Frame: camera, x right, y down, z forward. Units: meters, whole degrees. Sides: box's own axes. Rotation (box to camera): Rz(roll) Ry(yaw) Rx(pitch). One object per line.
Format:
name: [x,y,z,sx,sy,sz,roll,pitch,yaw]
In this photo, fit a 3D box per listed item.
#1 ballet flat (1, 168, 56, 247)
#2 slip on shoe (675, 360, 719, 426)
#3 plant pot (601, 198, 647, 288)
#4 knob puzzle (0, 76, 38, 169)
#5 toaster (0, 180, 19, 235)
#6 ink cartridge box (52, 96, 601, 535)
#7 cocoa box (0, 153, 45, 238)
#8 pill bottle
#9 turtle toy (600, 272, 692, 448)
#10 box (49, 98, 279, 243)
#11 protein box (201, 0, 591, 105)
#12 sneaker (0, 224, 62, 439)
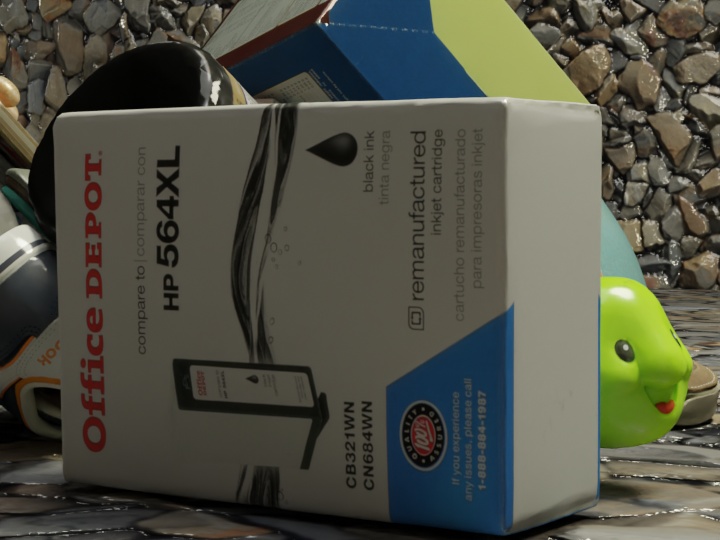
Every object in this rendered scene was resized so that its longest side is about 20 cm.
ballet flat: [-0.114,-0.005,0.892,0.067,0.064,0.200,34,-14,45]
slip on shoe: [0.130,0.050,0.883,0.076,0.061,0.199,2,2,40]
plant pot: [0.120,0.002,1.224,0.198,0.136,0.200,2,1,0]
knob puzzle: [-0.213,-0.088,1.004,0.219,0.030,0.220,41,-9,8]
toaster: [-0.256,0.008,0.875,0.198,0.115,0.129,-16,6,2]
ink cartridge box: [-0.016,0.012,0.626,0.198,0.148,0.084,1,3,32]
cocoa box: [-0.299,-0.047,1.016,0.200,0.131,0.133,44,-14,-8]
pill bottle: [-0.058,-0.010,0.814,0.111,0.113,0.200,2,-31,40]
turtle toy: [0.054,0.021,0.719,0.145,0.102,0.200,-9,34,-44]
box: [-0.135,-0.019,1.061,0.143,0.201,0.036,1,-33,38]
protein box: [0.007,-0.108,1.135,0.199,0.135,0.199,47,-34,-20]
sneaker: [-0.148,0.044,0.818,0.079,0.078,0.200,44,-10,6]
